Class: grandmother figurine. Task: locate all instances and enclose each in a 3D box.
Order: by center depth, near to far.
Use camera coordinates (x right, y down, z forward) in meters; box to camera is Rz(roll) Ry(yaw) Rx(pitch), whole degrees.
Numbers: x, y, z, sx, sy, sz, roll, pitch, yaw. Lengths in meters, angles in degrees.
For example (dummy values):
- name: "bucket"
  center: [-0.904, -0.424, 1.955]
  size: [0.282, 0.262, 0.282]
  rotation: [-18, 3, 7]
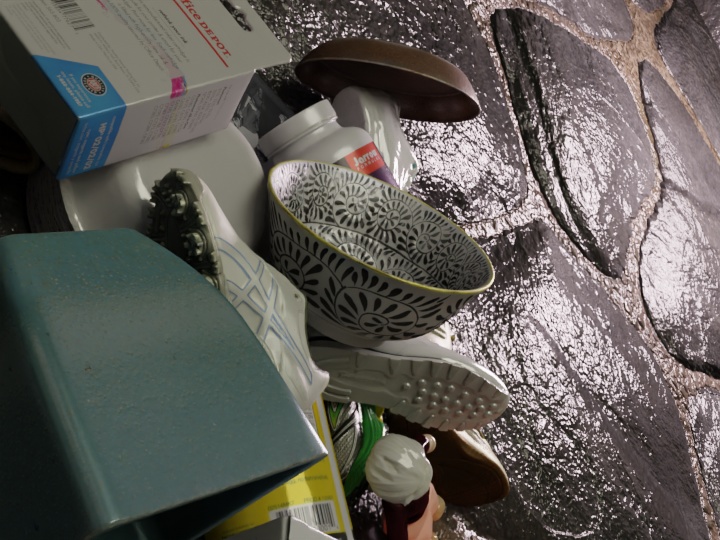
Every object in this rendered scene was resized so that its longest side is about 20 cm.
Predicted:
- name: "grandmother figurine"
  center: [0.038, 0.193, 0.959]
  size: [0.201, 0.060, 0.122]
  rotation: [74, 18, -60]

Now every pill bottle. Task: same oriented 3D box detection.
- name: "pill bottle"
  center: [-0.076, 0.144, 0.880]
  size: [0.114, 0.114, 0.202]
  rotation: [9, 61, -49]
- name: "pill bottle"
  center: [-0.013, -0.052, 1.050]
  size: [0.201, 0.112, 0.112]
  rotation: [60, 35, -4]

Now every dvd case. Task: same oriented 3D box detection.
- name: "dvd case"
  center: [-0.094, -0.090, 1.089]
  size: [0.150, 0.025, 0.201]
  rotation: [45, 39, -25]

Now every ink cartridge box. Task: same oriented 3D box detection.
- name: "ink cartridge box"
  center: [-0.161, -0.152, 0.829]
  size: [0.199, 0.068, 0.115]
  rotation: [-25, 69, -42]

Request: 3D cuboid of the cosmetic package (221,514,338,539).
- name: "cosmetic package"
  center: [-0.081, 0.237, 0.737]
  size: [0.113, 0.199, 0.082]
  rotation: [35, 44, -37]

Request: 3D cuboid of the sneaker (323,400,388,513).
- name: "sneaker"
  center: [-0.024, 0.137, 0.997]
  size: [0.084, 0.078, 0.201]
  rotation: [20, 42, -10]

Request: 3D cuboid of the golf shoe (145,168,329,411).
- name: "golf shoe"
  center: [-0.087, 0.018, 0.820]
  size: [0.097, 0.078, 0.202]
  rotation: [-23, 95, -43]

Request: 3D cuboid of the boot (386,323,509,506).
- name: "boot"
  center: [0.083, 0.134, 1.130]
  size: [0.200, 0.072, 0.156]
  rotation: [48, 25, -40]

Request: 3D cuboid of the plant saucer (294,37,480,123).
- name: "plant saucer"
  center: [0.031, -0.200, 1.177]
  size: [0.199, 0.199, 0.035]
  rotation: [17, 83, -46]

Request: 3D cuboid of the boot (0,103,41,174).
- name: "boot"
  center: [-0.304, -0.176, 0.836]
  size: [0.200, 0.072, 0.157]
  rotation: [38, 43, -35]

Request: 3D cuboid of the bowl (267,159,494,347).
- name: "bowl"
  center: [0.000, 0.000, 0.920]
  size: [0.199, 0.095, 0.201]
  rotation: [23, 21, -9]

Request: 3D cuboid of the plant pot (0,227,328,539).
- name: "plant pot"
  center: [-0.179, 0.086, 0.728]
  size: [0.195, 0.196, 0.201]
  rotation: [-6, 66, -53]

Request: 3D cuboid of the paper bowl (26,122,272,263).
- name: "paper bowl"
  center: [-0.154, -0.056, 0.899]
  size: [0.199, 0.104, 0.203]
  rotation: [19, 58, -34]

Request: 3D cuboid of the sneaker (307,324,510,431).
- name: "sneaker"
  center: [0.038, 0.078, 0.980]
  size: [0.198, 0.077, 0.081]
  rotation: [19, 32, -12]

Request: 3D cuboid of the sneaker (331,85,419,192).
- name: "sneaker"
  center: [0.026, -0.087, 1.158]
  size: [0.088, 0.075, 0.202]
  rotation: [-2, 89, -43]
